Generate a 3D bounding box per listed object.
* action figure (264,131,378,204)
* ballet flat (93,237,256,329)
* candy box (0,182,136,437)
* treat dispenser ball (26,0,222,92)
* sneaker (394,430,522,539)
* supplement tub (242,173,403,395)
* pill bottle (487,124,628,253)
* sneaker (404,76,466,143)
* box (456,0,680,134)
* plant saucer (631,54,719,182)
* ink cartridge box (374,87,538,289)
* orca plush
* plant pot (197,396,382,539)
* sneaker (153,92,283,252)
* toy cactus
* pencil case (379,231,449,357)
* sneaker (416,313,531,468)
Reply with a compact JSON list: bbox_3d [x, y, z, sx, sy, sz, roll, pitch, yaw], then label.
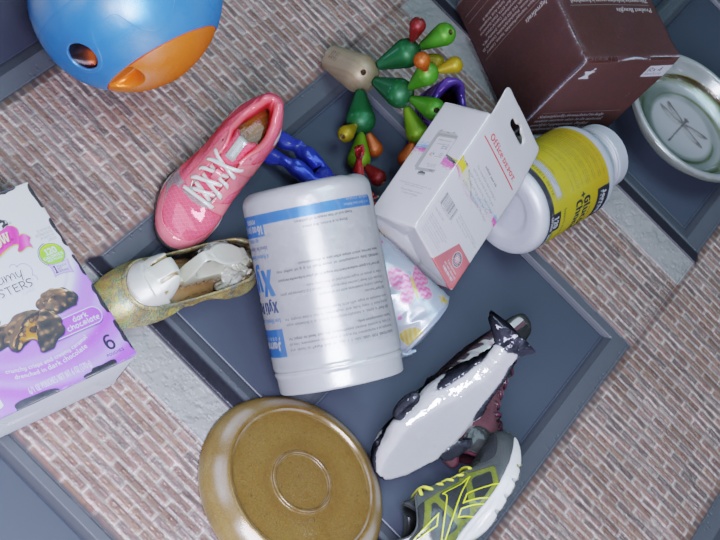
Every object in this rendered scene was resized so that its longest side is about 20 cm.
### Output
[{"bbox_3d":[-0.037,-0.117,1.731,0.200,0.099,0.065,42,49,-6],"label":"action figure"},{"bbox_3d":[-0.178,0.006,1.577,0.199,0.071,0.071,-14,69,-38],"label":"ballet flat"},{"bbox_3d":[-0.330,0.039,1.453,0.167,0.072,0.200,-26,77,-41],"label":"candy box"},{"bbox_3d":[-0.240,-0.283,1.633,0.200,0.201,0.202,16,53,-23],"label":"treat dispenser ball"},{"bbox_3d":[0.090,0.231,1.579,0.084,0.075,0.200,34,63,-1],"label":"sneaker"},{"bbox_3d":[-0.037,0.013,1.577,0.131,0.132,0.201,-11,90,-37],"label":"supplement tub"},{"bbox_3d":[0.227,-0.103,1.877,0.200,0.112,0.112,-29,79,-41],"label":"pill bottle"},{"bbox_3d":[0.094,-0.137,1.834,0.080,0.083,0.201,12,57,-26],"label":"sneaker"},{"bbox_3d":[0.254,-0.298,1.985,0.165,0.164,0.201,-6,65,-36],"label":"box"},{"bbox_3d":[0.426,-0.193,2.105,0.199,0.050,0.201,17,53,-23],"label":"plant saucer"},{"bbox_3d":[0.106,-0.096,1.728,0.200,0.067,0.117,-55,140,-20],"label":"ink cartridge box"},{"bbox_3d":[0.077,0.117,1.588,0.105,0.200,0.071,19,24,-32],"label":"orca plush"},{"bbox_3d":[-0.061,0.209,1.547,0.199,0.027,0.201,16,54,-24],"label":"plant pot"},{"bbox_3d":[-0.145,-0.109,1.636,0.074,0.087,0.201,36,69,-5],"label":"sneaker"},{"bbox_3d":[0.021,-0.209,1.814,0.165,0.201,0.102,31,5,28],"label":"toy cactus"},{"bbox_3d":[0.000,0.000,1.685,0.200,0.083,0.091,41,60,-3],"label":"pencil case"},{"bbox_3d":[0.135,0.139,1.697,0.200,0.076,0.116,-38,90,-32],"label":"sneaker"}]
